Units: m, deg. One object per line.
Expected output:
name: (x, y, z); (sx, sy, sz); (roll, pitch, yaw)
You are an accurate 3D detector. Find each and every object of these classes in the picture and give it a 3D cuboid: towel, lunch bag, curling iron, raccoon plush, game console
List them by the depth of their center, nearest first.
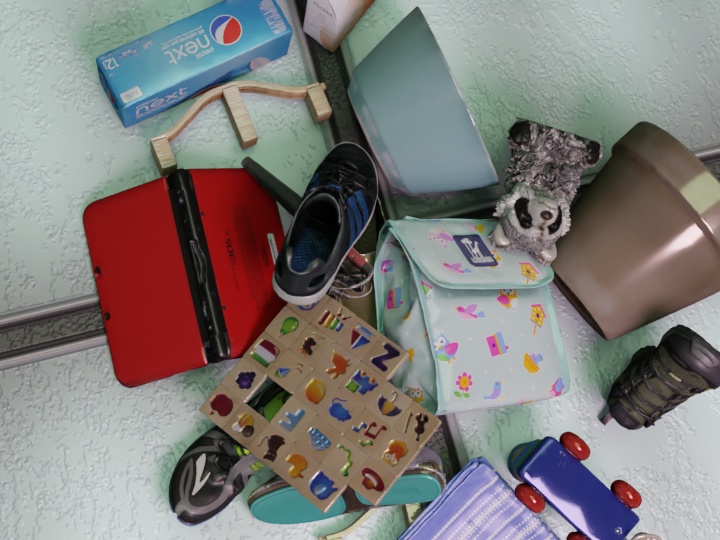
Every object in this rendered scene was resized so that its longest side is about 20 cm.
towel: (0.136, 0.302, 1.163); (0.145, 0.024, 0.200); (-45, 97, -8)
lunch bag: (0.106, 0.042, 1.169); (0.170, 0.122, 0.200); (-2, 81, -30)
curling iron: (-0.058, -0.048, 1.175); (0.050, 0.026, 0.200); (-33, 69, -21)
game console: (-0.171, 0.005, 1.205); (0.172, 0.119, 0.200); (-6, 77, -41)
raccoon plush: (0.190, -0.082, 1.208); (0.097, 0.200, 0.134); (19, 100, 11)

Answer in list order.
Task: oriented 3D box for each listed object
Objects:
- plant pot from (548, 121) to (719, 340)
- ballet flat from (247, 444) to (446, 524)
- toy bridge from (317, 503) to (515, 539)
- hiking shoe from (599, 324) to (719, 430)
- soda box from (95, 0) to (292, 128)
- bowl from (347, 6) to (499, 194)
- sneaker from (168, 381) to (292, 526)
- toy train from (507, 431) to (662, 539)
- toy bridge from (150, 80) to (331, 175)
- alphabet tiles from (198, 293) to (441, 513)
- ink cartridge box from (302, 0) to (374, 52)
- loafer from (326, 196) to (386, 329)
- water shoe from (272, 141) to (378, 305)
plant pot: (0.288, -0.024, 1.208); (0.173, 0.200, 0.200); (-40, 86, 3)
ballet flat: (-0.013, 0.208, 1.159); (0.200, 0.072, 0.072); (-10, 79, 9)
toy bridge: (0.054, 0.252, 1.180); (0.200, 0.027, 0.067); (-11, 79, -11)
hiking shoe: (0.301, 0.120, 1.157); (0.076, 0.200, 0.101); (39, 77, 7)
soda box: (-0.175, -0.228, 1.228); (0.200, 0.068, 0.064); (-27, 83, -13)
bowl: (0.056, -0.160, 1.201); (0.105, 0.201, 0.201); (-24, 82, 7)
sneaker: (-0.113, 0.168, 1.144); (0.200, 0.083, 0.071); (-42, 86, -14)
toy train: (0.235, 0.247, 1.169); (0.200, 0.116, 0.085); (43, 83, -3)
toy bridge: (-0.129, -0.166, 1.235); (0.200, 0.027, 0.067); (-21, 82, -14)
alphabet tiles: (-0.030, 0.125, 1.101); (0.200, 0.008, 0.167); (35, 77, 23)
ink cartridge box: (0.011, -0.337, 1.212); (0.050, 0.200, 0.162); (37, 76, 0)
loafer: (0.000, 0.000, 1.205); (0.076, 0.067, 0.200); (-10, 79, -11)
water shoe: (-0.025, -0.058, 1.124); (0.071, 0.079, 0.200); (19, 57, 0)
